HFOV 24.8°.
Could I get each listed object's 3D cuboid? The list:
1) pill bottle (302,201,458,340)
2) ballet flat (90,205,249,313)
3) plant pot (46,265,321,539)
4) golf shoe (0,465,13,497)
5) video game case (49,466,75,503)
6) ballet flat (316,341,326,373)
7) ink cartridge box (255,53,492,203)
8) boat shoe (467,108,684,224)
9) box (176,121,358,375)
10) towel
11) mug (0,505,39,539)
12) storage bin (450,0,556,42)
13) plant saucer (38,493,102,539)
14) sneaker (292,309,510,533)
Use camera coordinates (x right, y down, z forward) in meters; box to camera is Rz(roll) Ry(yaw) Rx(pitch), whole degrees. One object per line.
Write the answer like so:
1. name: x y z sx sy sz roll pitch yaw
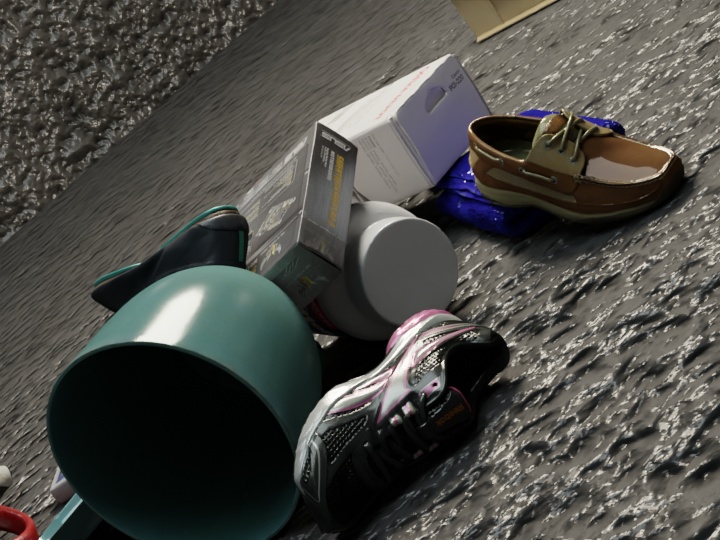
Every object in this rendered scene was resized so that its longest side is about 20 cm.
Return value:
1. pill bottle: 0.000 0.000 1.423 0.119 0.120 0.200 -43 16 -18
2. ballet flat: -0.160 0.012 1.374 0.199 0.073 0.073 -28 18 42
3. plant pot: -0.120 0.091 1.266 0.200 0.201 0.161 -27 22 31
4. golf shoe: -0.448 0.255 1.797 0.094 0.078 0.199 -28 8 -40
5. video game case: -0.233 0.143 1.706 0.182 0.023 0.200 -34 17 11
6. ballet flat: -0.118 0.123 1.423 0.200 0.069 0.071 -46 36 -16
7. ink cartridge box: 0.014 -0.120 1.635 0.199 0.085 0.146 -24 17 42
8. boat shoe: 0.165 -0.090 1.335 0.199 0.074 0.076 6 46 41
9. box: -0.084 -0.009 1.390 0.200 0.048 0.159 -43 27 34
10. towel: 0.149 -0.098 1.503 0.147 0.050 0.200 -40 16 -6
11. mug: -0.406 0.277 1.590 0.200 0.176 0.135 -116 43 -78
12. storage bin: 0.229 -0.414 2.118 0.198 0.094 0.200 -24 20 39
13. plant saucer: -0.239 0.206 1.460 0.200 0.027 0.200 -49 4 5
14. sneaker: 0.033 0.101 1.164 0.086 0.081 0.200 1 46 49
